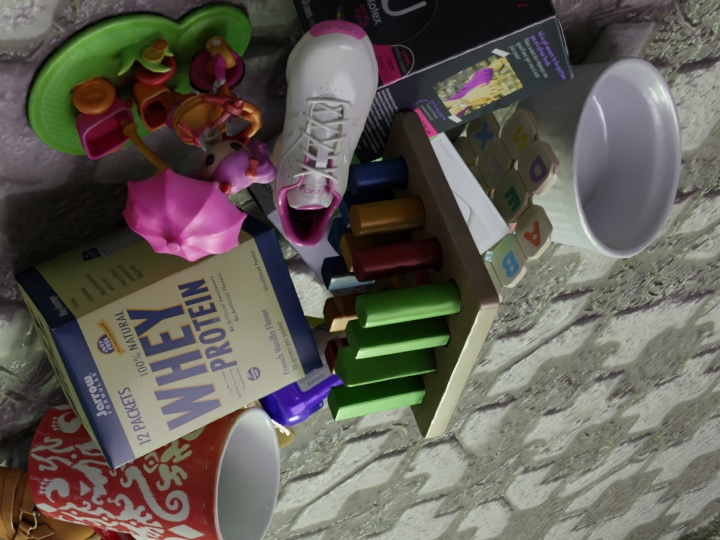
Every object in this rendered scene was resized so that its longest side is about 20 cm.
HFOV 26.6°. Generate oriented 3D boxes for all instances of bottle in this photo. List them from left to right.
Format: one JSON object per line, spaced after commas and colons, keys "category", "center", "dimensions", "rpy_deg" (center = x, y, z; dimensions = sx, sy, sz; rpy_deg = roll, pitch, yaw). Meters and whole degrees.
{"category": "bottle", "center": [-0.005, 0.067, 1.395], "dimensions": [0.199, 0.065, 0.083], "rpy_deg": [-32, -174, -16]}

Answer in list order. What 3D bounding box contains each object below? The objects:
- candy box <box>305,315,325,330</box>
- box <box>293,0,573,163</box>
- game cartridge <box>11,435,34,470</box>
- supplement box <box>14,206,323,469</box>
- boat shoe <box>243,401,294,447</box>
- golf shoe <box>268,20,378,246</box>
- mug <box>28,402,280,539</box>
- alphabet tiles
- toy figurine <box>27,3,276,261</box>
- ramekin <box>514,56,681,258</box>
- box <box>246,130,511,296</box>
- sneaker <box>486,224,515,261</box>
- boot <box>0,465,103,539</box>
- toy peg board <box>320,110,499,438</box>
{"category": "candy box", "center": [-0.080, 0.062, 1.524], "dimensions": [0.102, 0.199, 0.027], "rpy_deg": [38, 65, -61]}
{"category": "box", "center": [0.061, -0.195, 1.276], "dimensions": [0.199, 0.123, 0.106], "rpy_deg": [-22, 152, 6]}
{"category": "game cartridge", "center": [-0.288, 0.207, 1.666], "dimensions": [0.199, 0.041, 0.134], "rpy_deg": [-16, 143, -29]}
{"category": "supplement box", "center": [-0.172, 0.043, 1.327], "dimensions": [0.199, 0.200, 0.135], "rpy_deg": [-25, 110, -15]}
{"category": "boat shoe", "center": [-0.143, 0.120, 1.644], "dimensions": [0.073, 0.069, 0.200], "rpy_deg": [-24, 133, 20]}
{"category": "golf shoe", "center": [-0.028, -0.102, 1.181], "dimensions": [0.075, 0.092, 0.200], "rpy_deg": [5, 139, -8]}
{"category": "mug", "center": [-0.192, 0.203, 1.380], "dimensions": [0.199, 0.179, 0.133], "rpy_deg": [4, 172, 21]}
{"category": "alphabet tiles", "center": [0.121, -0.062, 1.512], "dimensions": [0.015, 0.196, 0.200], "rpy_deg": [14, 128, -34]}
{"category": "toy figurine", "center": [-0.135, -0.096, 1.201], "dimensions": [0.199, 0.184, 0.150], "rpy_deg": [-27, 151, -14]}
{"category": "ramekin", "center": [0.235, -0.116, 1.550], "dimensions": [0.200, 0.097, 0.202], "rpy_deg": [-8, 101, -47]}
{"category": "box", "center": [0.013, -0.067, 1.428], "dimensions": [0.176, 0.097, 0.200], "rpy_deg": [-37, 131, 1]}
{"category": "sneaker", "center": [0.156, -0.067, 1.655], "dimensions": [0.095, 0.079, 0.200], "rpy_deg": [-3, 139, -40]}
{"category": "boot", "center": [-0.304, 0.222, 1.538], "dimensions": [0.077, 0.155, 0.201], "rpy_deg": [-51, 160, -51]}
{"category": "toy peg board", "center": [0.013, 0.011, 1.254], "dimensions": [0.097, 0.200, 0.200], "rpy_deg": [-9, 146, -20]}
